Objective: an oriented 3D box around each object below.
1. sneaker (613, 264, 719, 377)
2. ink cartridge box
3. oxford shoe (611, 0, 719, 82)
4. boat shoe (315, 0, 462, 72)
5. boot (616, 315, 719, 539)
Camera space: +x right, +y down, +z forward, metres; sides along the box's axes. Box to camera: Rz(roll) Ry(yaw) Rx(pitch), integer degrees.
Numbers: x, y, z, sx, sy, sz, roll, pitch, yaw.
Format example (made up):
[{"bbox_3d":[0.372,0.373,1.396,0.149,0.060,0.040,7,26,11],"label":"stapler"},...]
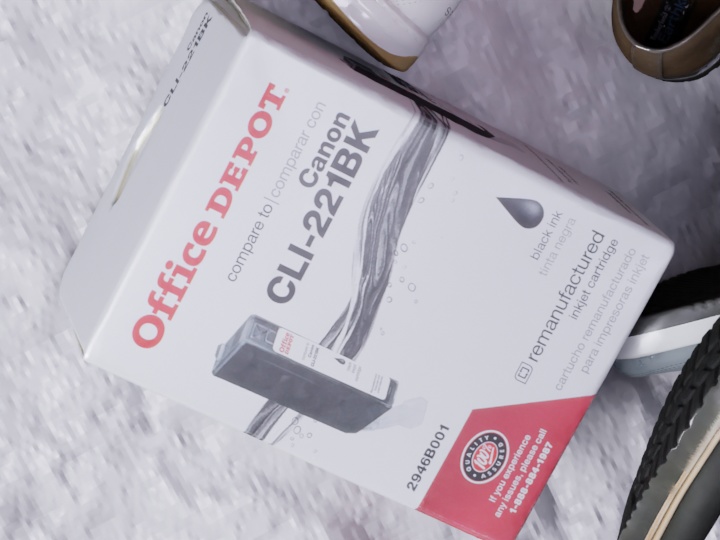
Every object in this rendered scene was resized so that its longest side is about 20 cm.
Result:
[{"bbox_3d":[0.200,0.053,1.055,0.198,0.084,0.122,-10,98,-11],"label":"sneaker"},{"bbox_3d":[0.000,0.000,0.989,0.199,0.084,0.145,25,99,-18],"label":"ink cartridge box"},{"bbox_3d":[0.154,-0.168,0.970,0.072,0.084,0.201,20,98,11],"label":"oxford shoe"},{"bbox_3d":[-0.030,-0.165,0.946,0.069,0.071,0.200,-46,118,1],"label":"boat shoe"},{"bbox_3d":[0.197,0.061,0.964,0.138,0.078,0.201,28,117,-3],"label":"boot"}]
